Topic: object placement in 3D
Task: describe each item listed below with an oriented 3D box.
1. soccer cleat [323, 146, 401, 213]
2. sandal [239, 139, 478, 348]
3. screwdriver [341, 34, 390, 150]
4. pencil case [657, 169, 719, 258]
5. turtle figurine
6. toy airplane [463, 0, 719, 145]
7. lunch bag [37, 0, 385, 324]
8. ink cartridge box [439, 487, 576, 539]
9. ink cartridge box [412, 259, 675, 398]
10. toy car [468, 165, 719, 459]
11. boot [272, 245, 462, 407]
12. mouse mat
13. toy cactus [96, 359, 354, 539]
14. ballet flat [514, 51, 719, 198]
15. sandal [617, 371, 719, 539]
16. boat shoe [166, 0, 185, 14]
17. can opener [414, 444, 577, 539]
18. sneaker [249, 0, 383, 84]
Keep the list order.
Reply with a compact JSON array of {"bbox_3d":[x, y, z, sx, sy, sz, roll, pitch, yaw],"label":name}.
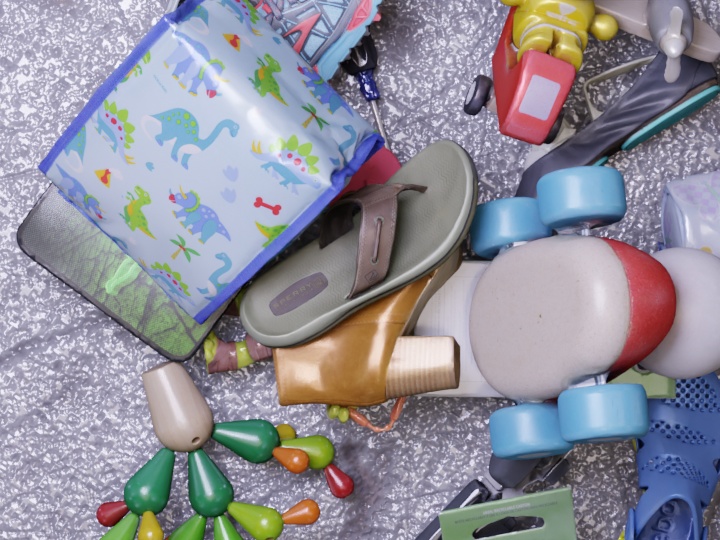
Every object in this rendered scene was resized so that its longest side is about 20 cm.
[{"bbox_3d":[-0.068,-0.061,1.417,0.200,0.076,0.067,-7,65,-3],"label":"soccer cleat"},{"bbox_3d":[-0.001,-0.018,1.303,0.201,0.057,0.080,-38,56,1],"label":"sandal"},{"bbox_3d":[0.017,-0.116,1.431,0.029,0.028,0.200,-21,89,29],"label":"screwdriver"},{"bbox_3d":[0.326,-0.043,1.406,0.200,0.083,0.091,-13,68,-1],"label":"pencil case"},{"bbox_3d":[-0.037,0.028,1.421,0.161,0.064,0.200,-1,75,3],"label":"turtle figurine"},{"bbox_3d":[0.147,-0.207,1.350,0.200,0.141,0.199,-24,78,-24],"label":"toy airplane"},{"bbox_3d":[-0.112,-0.076,1.305,0.170,0.127,0.200,45,121,-3],"label":"lunch bag"},{"bbox_3d":[0.126,0.270,1.391,0.104,0.059,0.200,-11,113,-1],"label":"ink cartridge box"},{"bbox_3d":[0.137,0.044,1.422,0.200,0.059,0.104,1,91,0],"label":"ink cartridge box"},{"bbox_3d":[0.198,0.034,1.337,0.200,0.177,0.185,1,77,-28],"label":"toy car"},{"bbox_3d":[0.000,0.001,1.359,0.144,0.071,0.201,-2,69,10],"label":"boot"},{"bbox_3d":[-0.136,-0.053,1.368,0.161,0.008,0.200,36,92,-3],"label":"mouse mat"},{"bbox_3d":[-0.118,0.146,1.408,0.200,0.102,0.165,-22,95,-7],"label":"toy cactus"},{"bbox_3d":[0.178,-0.106,1.416,0.200,0.073,0.073,-37,92,2],"label":"ballet flat"},{"bbox_3d":[0.241,0.167,1.415,0.079,0.087,0.200,7,90,2],"label":"sandal"},{"bbox_3d":[-0.077,-0.244,1.406,0.070,0.072,0.201,38,92,-1],"label":"boat shoe"},{"bbox_3d":[0.084,0.178,1.422,0.200,0.053,0.067,-46,127,2],"label":"can opener"},{"bbox_3d":[-0.048,-0.188,1.362,0.095,0.079,0.200,15,121,-28],"label":"sneaker"}]
